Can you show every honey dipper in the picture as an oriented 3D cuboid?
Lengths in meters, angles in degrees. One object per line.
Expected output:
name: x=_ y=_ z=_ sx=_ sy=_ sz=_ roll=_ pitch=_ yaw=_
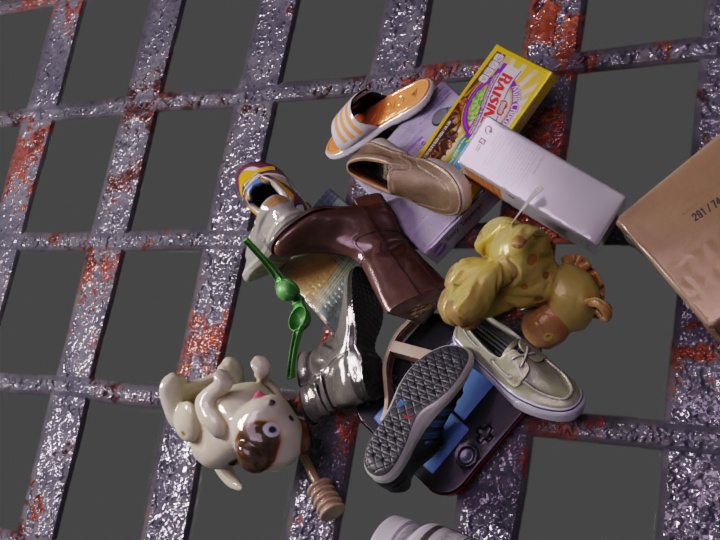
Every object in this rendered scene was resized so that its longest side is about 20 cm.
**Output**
honey dipper: x=-0.079 y=0.250 z=1.522 sx=0.038 sy=0.038 sz=0.200 roll=-41 pitch=52 yaw=11

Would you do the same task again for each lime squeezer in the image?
lime squeezer: x=-0.107 y=0.047 z=1.539 sx=0.038 sy=0.070 sz=0.201 roll=-26 pitch=80 yaw=56

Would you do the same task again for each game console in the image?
game console: x=0.103 y=0.172 z=1.443 sx=0.200 sy=0.031 sz=0.177 roll=40 pitch=94 yaw=35

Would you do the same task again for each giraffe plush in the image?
giraffe plush: x=0.211 y=0.021 z=1.345 sx=0.200 sy=0.162 sz=0.173 roll=-48 pitch=10 yaw=29

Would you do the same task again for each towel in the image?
towel: x=-0.031 y=-0.010 z=1.605 sx=0.147 sy=0.022 sz=0.200 roll=-49 pitch=53 yaw=5

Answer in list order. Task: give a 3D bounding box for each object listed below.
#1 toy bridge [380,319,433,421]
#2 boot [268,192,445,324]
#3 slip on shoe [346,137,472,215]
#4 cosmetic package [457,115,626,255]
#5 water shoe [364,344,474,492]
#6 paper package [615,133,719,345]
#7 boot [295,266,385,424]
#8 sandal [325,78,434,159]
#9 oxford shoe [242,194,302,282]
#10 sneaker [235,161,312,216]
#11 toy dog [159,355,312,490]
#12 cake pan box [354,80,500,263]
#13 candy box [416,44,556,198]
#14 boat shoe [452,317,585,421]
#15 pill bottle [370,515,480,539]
toy bridge: x=0.068 y=0.108 z=1.464 sx=0.067 sy=0.027 sz=0.201 roll=12 pitch=71 yaw=33
boot: x=0.000 y=0.000 z=1.466 sx=0.186 sy=0.064 sz=0.200 roll=-23 pitch=59 yaw=-15
slip on shoe: x=0.062 y=-0.120 z=1.488 sx=0.060 sy=0.076 sz=0.200 roll=-27 pitch=43 yaw=-32
cosmetic package: x=0.226 y=-0.104 z=1.395 sx=0.200 sy=0.101 sz=0.071 roll=32 pitch=90 yaw=14
water shoe: x=0.076 y=0.182 z=1.395 sx=0.071 sy=0.079 sz=0.200 roll=28 pitch=73 yaw=38
paper package: x=0.432 y=-0.042 z=1.286 sx=0.200 sy=0.103 sz=0.191 roll=-41 pitch=57 yaw=10
boot: x=-0.037 y=0.099 z=1.515 sx=0.130 sy=0.068 sz=0.201 roll=-21 pitch=58 yaw=34
sandal: x=0.015 y=-0.234 z=1.612 sx=0.206 sy=0.059 sz=0.079 roll=-28 pitch=36 yaw=36
oxford shoe: x=-0.128 y=-0.045 z=1.575 sx=0.075 sy=0.200 sz=0.058 roll=-28 pitch=74 yaw=-29
sneaker: x=-0.142 y=-0.120 z=1.662 sx=0.075 sy=0.090 sz=0.200 roll=-52 pitch=46 yaw=2
toy dog: x=-0.160 y=0.211 z=1.500 sx=0.200 sy=0.139 sz=0.195 roll=2 pitch=94 yaw=50
cake pan box: x=0.108 y=-0.134 z=1.551 sx=0.200 sy=0.052 sz=0.184 roll=-47 pitch=53 yaw=7
candy box: x=0.165 y=-0.199 z=1.499 sx=0.102 sy=0.026 sz=0.200 roll=35 pitch=90 yaw=32
boat shoe: x=0.189 y=0.115 z=1.378 sx=0.200 sy=0.062 sz=0.072 roll=32 pitch=60 yaw=32
pill bottle: x=0.110 y=0.365 z=1.311 sx=0.199 sy=0.114 sz=0.114 roll=13 pitch=78 yaw=35
